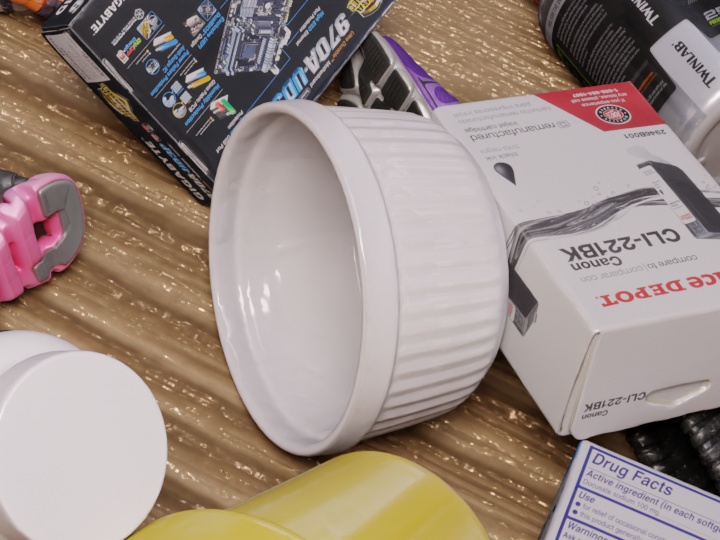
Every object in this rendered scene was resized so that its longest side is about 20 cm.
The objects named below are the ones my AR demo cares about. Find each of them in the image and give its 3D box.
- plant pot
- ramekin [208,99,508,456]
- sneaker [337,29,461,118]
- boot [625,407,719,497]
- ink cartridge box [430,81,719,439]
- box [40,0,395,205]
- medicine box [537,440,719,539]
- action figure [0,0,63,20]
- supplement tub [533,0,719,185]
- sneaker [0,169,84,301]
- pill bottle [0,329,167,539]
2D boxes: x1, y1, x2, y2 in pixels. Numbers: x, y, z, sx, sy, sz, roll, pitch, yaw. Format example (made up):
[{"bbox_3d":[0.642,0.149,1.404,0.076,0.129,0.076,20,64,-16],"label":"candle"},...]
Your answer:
[{"bbox_3d":[-0.027,0.190,0.911,0.200,0.202,0.189,35,37,16],"label":"plant pot"},{"bbox_3d":[0.000,0.000,1.057,0.104,0.201,0.201,-7,53,-28],"label":"ramekin"},{"bbox_3d":[0.061,-0.077,1.220,0.083,0.081,0.200,-24,69,-44],"label":"sneaker"},{"bbox_3d":[0.211,0.053,1.131,0.157,0.080,0.211,-25,61,-28],"label":"boot"},{"bbox_3d":[0.137,-0.012,1.064,0.143,0.084,0.200,-10,46,-25],"label":"ink cartridge box"},{"bbox_3d":[-0.082,-0.167,1.170,0.159,0.046,0.200,47,68,-27],"label":"box"},{"bbox_3d":[0.161,0.221,0.971,0.181,0.103,0.201,23,50,6],"label":"medicine box"},{"bbox_3d":[-0.188,-0.199,1.260,0.192,0.105,0.200,25,26,-1],"label":"action figure"},{"bbox_3d":[0.204,-0.161,1.273,0.122,0.123,0.200,-21,59,-26],"label":"supplement tub"},{"bbox_3d":[-0.258,0.000,1.088,0.095,0.079,0.200,24,46,32],"label":"sneaker"},{"bbox_3d":[-0.188,0.088,0.928,0.115,0.199,0.117,2,87,-38],"label":"pill bottle"}]
